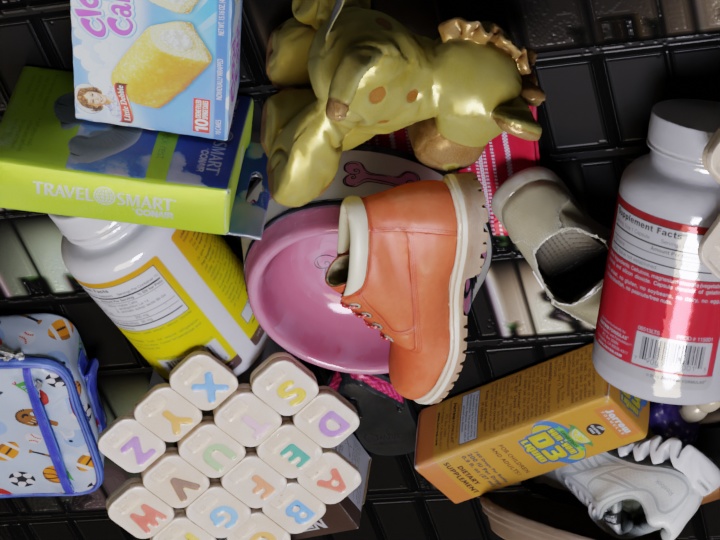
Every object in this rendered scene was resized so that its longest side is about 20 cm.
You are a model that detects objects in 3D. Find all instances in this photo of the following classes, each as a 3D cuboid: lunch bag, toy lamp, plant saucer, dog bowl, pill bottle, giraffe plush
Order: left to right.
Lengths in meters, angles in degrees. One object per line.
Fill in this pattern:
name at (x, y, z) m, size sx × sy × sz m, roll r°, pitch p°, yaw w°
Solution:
lunch bag at (-0.300, 0.119, 1.738) m, size 0.159 × 0.076 × 0.201 m, roll -1°, pitch 138°, yaw 7°
pill bottle at (-0.158, -0.003, 1.552) m, size 0.109 × 0.110 × 0.200 m, roll -15°, pitch 132°, yaw 24°
dog bowl at (0.000, 0.000, 1.523) m, size 0.199 × 0.074 × 0.201 m, roll 6°, pitch 137°, yaw 5°
giraffe plush at (0.035, -0.129, 1.354) m, size 0.161 × 0.174 × 0.200 m, roll 10°, pitch 157°, yaw -18°
plant saucer at (0.196, 0.230, 1.709) m, size 0.199 × 0.030 × 0.200 m, roll 15°, pitch -178°, yaw 0°
pill bottle at (0.234, -0.015, 1.428) m, size 0.111 × 0.112 × 0.201 m, roll 8°, pitch 110°, yaw 1°
toy lamp at (0.316, 0.080, 1.601) m, size 0.058 × 0.058 × 0.200 m, roll 30°, pitch 137°, yaw -21°

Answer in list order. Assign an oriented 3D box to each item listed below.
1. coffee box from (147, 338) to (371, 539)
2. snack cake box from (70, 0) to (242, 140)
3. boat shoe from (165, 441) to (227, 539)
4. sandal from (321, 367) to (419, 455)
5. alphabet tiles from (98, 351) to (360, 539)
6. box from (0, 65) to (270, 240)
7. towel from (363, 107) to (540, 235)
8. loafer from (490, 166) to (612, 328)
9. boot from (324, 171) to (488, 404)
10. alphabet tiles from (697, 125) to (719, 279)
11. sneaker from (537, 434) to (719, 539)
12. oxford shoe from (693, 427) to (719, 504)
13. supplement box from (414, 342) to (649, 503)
coffee box at (-0.085, 0.144, 1.722) m, size 0.114 × 0.080 × 0.200 m, roll -13°, pitch 133°, yaw 25°
snack cake box at (-0.140, -0.190, 1.377) m, size 0.114 × 0.067 × 0.201 m, roll 7°, pitch 138°, yaw 1°
boat shoe at (-0.093, 0.211, 1.680) m, size 0.066 × 0.075 × 0.200 m, roll -6°, pitch 128°, yaw 35°
sandal at (0.006, 0.103, 1.687) m, size 0.075 × 0.045 × 0.201 m, roll -8°, pitch 135°, yaw 18°
alphabet tiles at (-0.102, 0.153, 1.587) m, size 0.200 × 0.015 × 0.195 m, roll -41°, pitch 122°, yaw 13°
box at (-0.162, -0.086, 1.451) m, size 0.198 × 0.122 × 0.048 m, roll 7°, pitch 130°, yaw 1°
towel at (0.040, -0.077, 1.502) m, size 0.198 × 0.023 × 0.145 m, roll 1°, pitch 136°, yaw 9°
loafer at (0.168, 0.001, 1.509) m, size 0.076 × 0.069 × 0.200 m, roll -36°, pitch 132°, yaw 19°
boot at (0.023, 0.018, 1.410) m, size 0.106 × 0.075 × 0.201 m, roll -8°, pitch 132°, yaw -15°
alphabet tiles at (0.319, -0.056, 1.386) m, size 0.200 × 0.196 × 0.015 m, roll 41°, pitch 173°, yaw -31°
sneaker at (0.209, 0.180, 1.671) m, size 0.075 × 0.081 × 0.199 m, roll 41°, pitch 158°, yaw -28°
oxford shoe at (0.314, 0.171, 1.692) m, size 0.199 × 0.072 × 0.071 m, roll -26°, pitch 133°, yaw 31°
supplement box at (0.143, 0.128, 1.675) m, size 0.199 × 0.069 × 0.067 m, roll -26°, pitch 128°, yaw 30°
